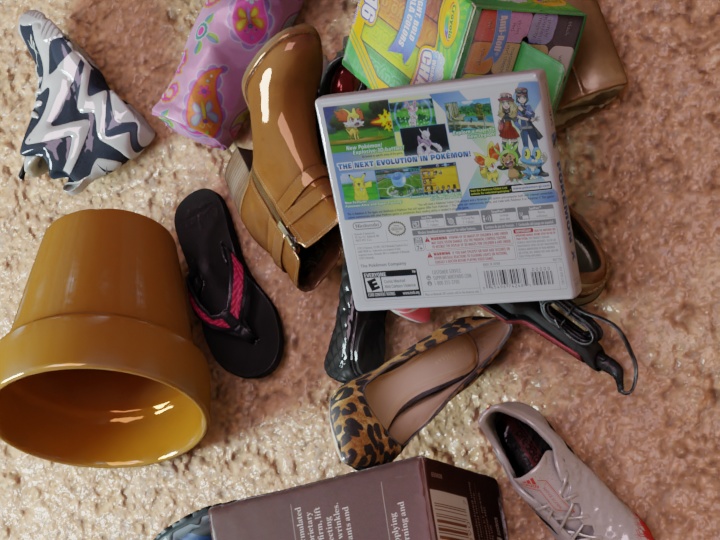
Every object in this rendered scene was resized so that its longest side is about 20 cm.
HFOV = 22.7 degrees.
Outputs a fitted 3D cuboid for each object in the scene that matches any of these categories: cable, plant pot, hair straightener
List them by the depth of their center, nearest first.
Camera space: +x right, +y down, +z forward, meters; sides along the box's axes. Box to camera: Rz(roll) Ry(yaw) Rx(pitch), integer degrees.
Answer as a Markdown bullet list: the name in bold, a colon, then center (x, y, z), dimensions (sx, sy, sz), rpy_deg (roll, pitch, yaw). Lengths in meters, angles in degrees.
- **hair straightener**: center (0.146, 0.033, 1.470), dimensions (0.200, 0.077, 0.041), rpy_deg (39, 68, 13)
- **plant pot**: center (-0.232, 0.054, 1.621), dimensions (0.199, 0.200, 0.185), rpy_deg (-15, 56, 22)
- **cable**: center (-0.026, -0.119, 1.640), dimensions (0.096, 0.050, 0.202), rpy_deg (-9, 85, 26)

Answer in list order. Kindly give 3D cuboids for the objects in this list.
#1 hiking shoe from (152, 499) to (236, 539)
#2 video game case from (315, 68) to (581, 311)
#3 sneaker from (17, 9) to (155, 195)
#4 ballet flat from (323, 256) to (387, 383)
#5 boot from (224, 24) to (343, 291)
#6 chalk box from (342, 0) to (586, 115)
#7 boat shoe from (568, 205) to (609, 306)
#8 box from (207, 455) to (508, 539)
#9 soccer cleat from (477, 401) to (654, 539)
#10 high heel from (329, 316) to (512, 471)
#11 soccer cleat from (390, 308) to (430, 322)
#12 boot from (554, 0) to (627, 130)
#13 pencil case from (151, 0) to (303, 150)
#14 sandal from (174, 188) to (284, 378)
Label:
- **hiking shoe**: center (-0.160, 0.282, 1.594), dimensions (0.200, 0.074, 0.087), rpy_deg (-42, 73, 21)
- **video game case**: center (0.070, -0.061, 1.443), dimensions (0.198, 0.022, 0.184), rpy_deg (-4, 106, 28)
- **sneaker**: center (-0.305, -0.155, 1.755), dimensions (0.130, 0.079, 0.199), rpy_deg (-43, 73, 1)
- **ballet flat**: center (0.000, 0.000, 1.579), dimensions (0.057, 0.066, 0.202), rpy_deg (-1, 74, 43)
- **boot**: center (-0.053, -0.096, 1.561), dimensions (0.156, 0.076, 0.201), rpy_deg (56, 132, 38)
- **chalk box**: center (0.095, -0.182, 1.491), dimensions (0.200, 0.123, 0.125), rpy_deg (44, 125, 46)
- **boat shoe**: center (0.130, -0.055, 1.486), dimensions (0.200, 0.074, 0.076), rpy_deg (39, 75, 6)
- **box**: center (0.008, 0.258, 1.455), dimensions (0.199, 0.164, 0.167), rpy_deg (-16, 72, 22)
- **soccer cleat**: center (0.165, 0.183, 1.441), dimensions (0.069, 0.085, 0.200), rpy_deg (-43, 63, 11)
- **high heel**: center (0.051, 0.093, 1.462), dimensions (0.142, 0.200, 0.072), rpy_deg (-33, 95, 19)
- **soccer cleat**: center (0.073, -0.050, 1.562), dimensions (0.068, 0.073, 0.201), rpy_deg (9, 64, 48)
- **boot**: center (0.193, -0.242, 1.544), dimensions (0.174, 0.066, 0.201), rpy_deg (-28, 66, 31)
- **pencil case**: center (-0.119, -0.215, 1.678), dimensions (0.087, 0.087, 0.201), rpy_deg (24, 89, 29)
- **sandal**: center (-0.131, 0.012, 1.650), dimensions (0.075, 0.045, 0.201), rpy_deg (-31, 66, 16)
